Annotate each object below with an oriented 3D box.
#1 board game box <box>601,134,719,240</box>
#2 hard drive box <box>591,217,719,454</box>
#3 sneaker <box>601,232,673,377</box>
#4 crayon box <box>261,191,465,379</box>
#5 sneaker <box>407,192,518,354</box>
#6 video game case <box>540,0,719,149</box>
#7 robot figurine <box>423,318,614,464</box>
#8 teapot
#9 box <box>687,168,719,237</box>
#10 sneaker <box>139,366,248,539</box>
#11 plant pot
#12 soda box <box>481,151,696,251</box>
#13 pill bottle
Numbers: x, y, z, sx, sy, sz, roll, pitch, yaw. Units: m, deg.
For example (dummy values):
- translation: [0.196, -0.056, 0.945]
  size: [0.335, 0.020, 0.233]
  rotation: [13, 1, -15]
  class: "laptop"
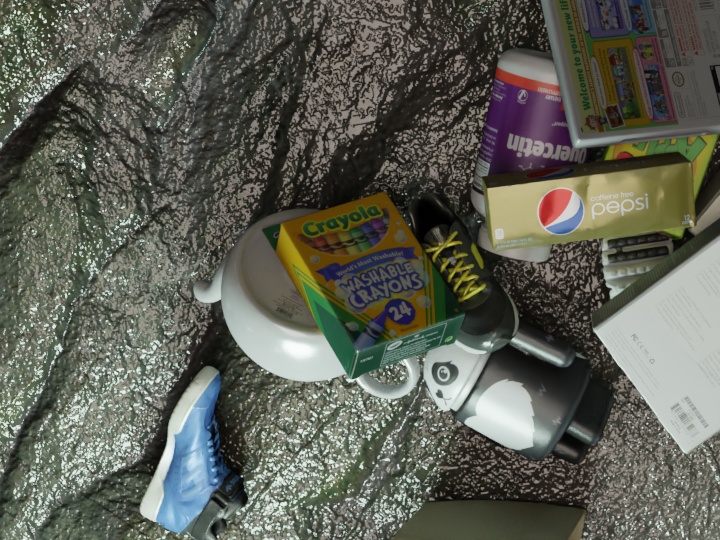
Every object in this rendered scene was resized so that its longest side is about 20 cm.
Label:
- translation: [0.307, -0.143, 1.551]
  size: [0.100, 0.048, 0.202]
  rotation: [20, 90, 4]
  class: "board game box"
- translation: [0.348, 0.052, 1.498]
  size: [0.199, 0.077, 0.157]
  rotation: [-37, 94, 12]
  class: "hard drive box"
- translation: [0.288, 0.022, 1.604]
  size: [0.074, 0.081, 0.203]
  rotation: [-2, 82, 6]
  class: "sneaker"
- translation: [0.000, 0.000, 1.545]
  size: [0.201, 0.124, 0.052]
  rotation: [57, 151, 30]
  class: "crayon box"
- translation: [0.092, 0.001, 1.565]
  size: [0.074, 0.201, 0.085]
  rotation: [-32, 137, 3]
  class: "sneaker"
- translation: [0.274, -0.220, 1.502]
  size: [0.179, 0.022, 0.203]
  rotation: [-6, 70, -9]
  class: "video game case"
- translation: [0.162, 0.121, 1.615]
  size: [0.198, 0.125, 0.151]
  rotation: [29, 100, 1]
  class: "robot figurine"
- translation: [-0.055, 0.046, 1.624]
  size: [0.195, 0.201, 0.147]
  rotation: [-9, 143, -19]
  class: "teapot"
- translation: [0.426, -0.015, 1.562]
  size: [0.199, 0.095, 0.078]
  rotation: [39, 104, -2]
  class: "box"
- translation: [-0.163, 0.210, 1.709]
  size: [0.110, 0.077, 0.202]
  rotation: [25, 109, 9]
  class: "sneaker"
- translation: [0.119, 0.351, 1.646]
  size: [0.175, 0.200, 0.203]
  rotation: [14, 104, 17]
  class: "plant pot"
- translation: [0.219, -0.067, 1.488]
  size: [0.197, 0.068, 0.065]
  rotation: [-8, 103, 2]
  class: "soda box"
- translation: [0.176, -0.117, 1.568]
  size: [0.111, 0.112, 0.203]
  rotation: [12, 104, 6]
  class: "pill bottle"
